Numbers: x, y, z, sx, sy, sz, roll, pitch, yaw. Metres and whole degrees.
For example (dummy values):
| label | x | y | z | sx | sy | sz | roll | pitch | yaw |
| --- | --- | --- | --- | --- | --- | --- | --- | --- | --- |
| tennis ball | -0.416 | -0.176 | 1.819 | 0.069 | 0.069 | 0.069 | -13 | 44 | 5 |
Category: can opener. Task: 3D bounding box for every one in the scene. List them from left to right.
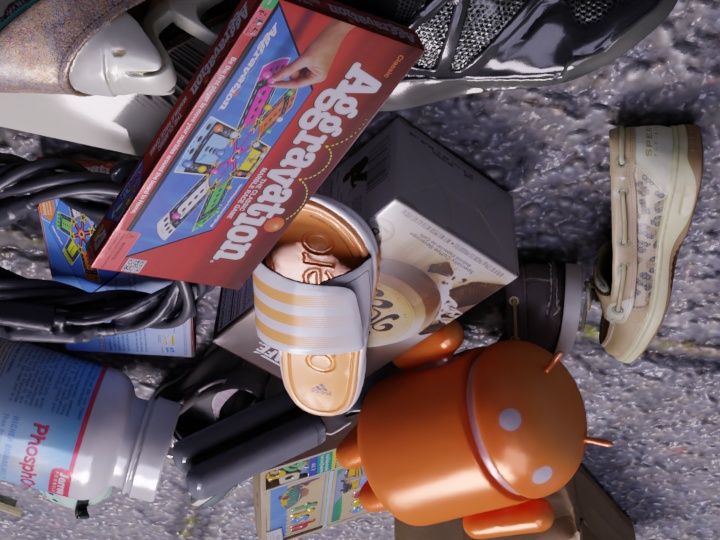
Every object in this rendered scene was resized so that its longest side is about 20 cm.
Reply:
| label | x | y | z | sx | sy | sz | roll | pitch | yaw |
| --- | --- | --- | --- | --- | --- | --- | --- | --- | --- |
| can opener | -0.051 | 0.107 | 0.901 | 0.199 | 0.053 | 0.067 | -24 | 146 | -19 |

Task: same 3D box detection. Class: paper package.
| label | x | y | z | sx | sy | sz | roll | pitch | yaw |
| --- | --- | --- | --- | --- | --- | --- | --- | --- | --- |
| paper package | 0.156 | 0.281 | 1.133 | 0.199 | 0.104 | 0.191 | -22 | 135 | 24 |

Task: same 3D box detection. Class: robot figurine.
| label | x | y | z | sx | sy | sz | roll | pitch | yaw |
| --- | --- | --- | --- | --- | --- | --- | --- | --- | --- |
| robot figurine | 0.077 | 0.117 | 0.838 | 0.199 | 0.145 | 0.116 | -22 | 152 | 33 |

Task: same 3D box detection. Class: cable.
| label | x | y | z | sx | sy | sz | roll | pitch | yaw |
| --- | --- | --- | --- | --- | --- | --- | --- | --- | --- |
| cable | -0.191 | -0.014 | 0.782 | 0.198 | 0.051 | 0.164 | 3 | 135 | 1 |

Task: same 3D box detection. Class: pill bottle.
| label | x | y | z | sx | sy | sz | roll | pitch | yaw |
| --- | --- | --- | --- | --- | --- | --- | --- | --- | --- |
| pill bottle | -0.250 | 0.119 | 0.923 | 0.199 | 0.109 | 0.109 | 17 | 139 | -6 |

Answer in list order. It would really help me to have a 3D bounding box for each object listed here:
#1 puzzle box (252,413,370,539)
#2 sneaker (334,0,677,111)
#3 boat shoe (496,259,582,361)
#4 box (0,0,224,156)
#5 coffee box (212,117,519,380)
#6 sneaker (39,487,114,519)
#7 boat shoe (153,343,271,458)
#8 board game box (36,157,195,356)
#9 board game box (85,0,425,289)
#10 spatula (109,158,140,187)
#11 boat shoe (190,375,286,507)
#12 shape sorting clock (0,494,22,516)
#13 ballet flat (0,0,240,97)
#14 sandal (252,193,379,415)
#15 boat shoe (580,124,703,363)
| label | x | y | z | sx | sy | sz | roll | pitch | yaw |
| --- | --- | --- | --- | --- | --- | --- | --- | --- | --- |
| puzzle box | -0.029 | 0.186 | 1.027 | 0.132 | 0.026 | 0.200 | -17 | 151 | -13 |
| sneaker | 0.070 | -0.156 | 0.625 | 0.198 | 0.077 | 0.114 | -8 | 147 | 19 |
| boat shoe | 0.128 | 0.070 | 0.905 | 0.059 | 0.072 | 0.201 | 7 | 137 | 2 |
| box | -0.122 | -0.115 | 0.677 | 0.199 | 0.083 | 0.069 | 10 | 139 | -13 |
| coffee box | 0.000 | 0.000 | 0.811 | 0.113 | 0.080 | 0.200 | 30 | 132 | -28 |
| sneaker | -0.311 | 0.171 | 1.031 | 0.199 | 0.074 | 0.119 | 8 | 138 | -9 |
| boat shoe | -0.135 | 0.121 | 0.981 | 0.067 | 0.057 | 0.200 | 21 | 136 | -23 |
| board game box | -0.175 | -0.003 | 0.849 | 0.102 | 0.020 | 0.201 | 3 | 141 | -4 |
| board game box | -0.061 | -0.064 | 0.630 | 0.102 | 0.020 | 0.200 | 9 | 134 | -39 |
| spatula | -0.104 | -0.047 | 0.737 | 0.056 | 0.021 | 0.200 | -30 | 168 | 13 |
| boat shoe | -0.088 | 0.156 | 1.013 | 0.061 | 0.073 | 0.200 | 24 | 130 | -21 |
| shape sorting clock | -0.395 | 0.180 | 1.028 | 0.199 | 0.039 | 0.200 | 21 | 161 | 7 |
| ballet flat | -0.098 | -0.131 | 0.592 | 0.199 | 0.067 | 0.068 | -33 | 164 | -10 |
| sandal | -0.028 | 0.040 | 0.749 | 0.079 | 0.059 | 0.208 | 5 | 133 | 10 |
| boat shoe | 0.186 | -0.018 | 0.801 | 0.062 | 0.074 | 0.201 | 6 | 130 | 3 |
